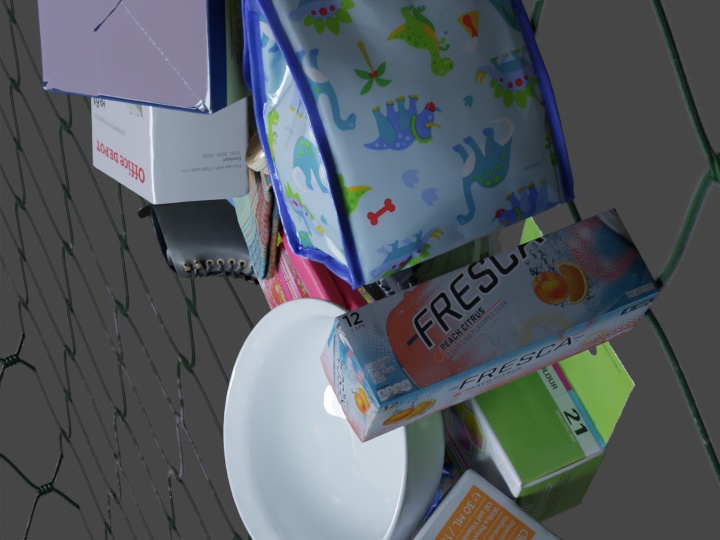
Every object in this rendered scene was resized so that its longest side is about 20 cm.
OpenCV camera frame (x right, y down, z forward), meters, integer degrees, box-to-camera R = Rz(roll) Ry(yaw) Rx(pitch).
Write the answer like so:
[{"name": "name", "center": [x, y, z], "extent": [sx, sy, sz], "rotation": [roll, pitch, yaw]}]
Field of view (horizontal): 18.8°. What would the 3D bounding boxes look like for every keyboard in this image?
[{"name": "keyboard", "center": [0.000, 0.000, 1.533], "extent": [0.200, 0.039, 0.104], "rotation": [-137, 24, -67]}]

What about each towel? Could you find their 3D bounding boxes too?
[{"name": "towel", "center": [-0.099, -0.110, 1.725], "extent": [0.147, 0.022, 0.201], "rotation": [97, 157, -58]}]

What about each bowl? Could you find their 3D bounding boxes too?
[{"name": "bowl", "center": [-0.003, 0.119, 1.545], "extent": [0.201, 0.090, 0.202], "rotation": [0, 89, 49]}]

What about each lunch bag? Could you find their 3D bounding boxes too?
[{"name": "lunch bag", "center": [0.022, -0.116, 1.370], "extent": [0.127, 0.170, 0.201], "rotation": [30, 139, 58]}]

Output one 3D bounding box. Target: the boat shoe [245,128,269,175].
[{"name": "boat shoe", "center": [-0.018, -0.109, 1.516], "extent": [0.065, 0.200, 0.072], "rotation": [44, 121, -4]}]

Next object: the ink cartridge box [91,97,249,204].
[{"name": "ink cartridge box", "center": [-0.148, -0.162, 1.663], "extent": [0.144, 0.084, 0.201], "rotation": [-150, 55, -61]}]

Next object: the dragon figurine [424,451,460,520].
[{"name": "dragon figurine", "center": [0.049, 0.170, 1.635], "extent": [0.099, 0.059, 0.201], "rotation": [-5, 104, 32]}]

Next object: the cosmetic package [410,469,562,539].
[{"name": "cosmetic package", "center": [0.117, 0.241, 1.484], "extent": [0.200, 0.102, 0.071], "rotation": [37, 155, 2]}]

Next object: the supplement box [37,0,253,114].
[{"name": "supplement box", "center": [-0.104, -0.230, 1.431], "extent": [0.134, 0.200, 0.201], "rotation": [11, 114, 26]}]

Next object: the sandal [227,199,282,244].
[{"name": "sandal", "center": [-0.068, -0.046, 1.864], "extent": [0.201, 0.079, 0.087], "rotation": [66, 161, 4]}]

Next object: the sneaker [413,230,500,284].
[{"name": "sneaker", "center": [0.042, -0.073, 1.506], "extent": [0.075, 0.082, 0.201], "rotation": [33, 141, 61]}]

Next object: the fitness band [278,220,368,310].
[{"name": "fitness band", "center": [0.001, -0.038, 1.660], "extent": [0.144, 0.037, 0.201], "rotation": [-40, 72, 42]}]

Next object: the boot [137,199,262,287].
[{"name": "boot", "center": [-0.097, 0.005, 1.920], "extent": [0.201, 0.138, 0.078], "rotation": [61, 162, 20]}]

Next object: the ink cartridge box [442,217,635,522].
[{"name": "ink cartridge box", "center": [0.106, 0.075, 1.501], "extent": [0.148, 0.075, 0.200], "rotation": [61, 162, 23]}]

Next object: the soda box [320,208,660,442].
[{"name": "soda box", "center": [0.078, 0.033, 1.326], "extent": [0.064, 0.199, 0.068], "rotation": [62, 160, 17]}]

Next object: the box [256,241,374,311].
[{"name": "box", "center": [0.002, 0.062, 1.761], "extent": [0.201, 0.095, 0.100], "rotation": [66, 162, 8]}]
